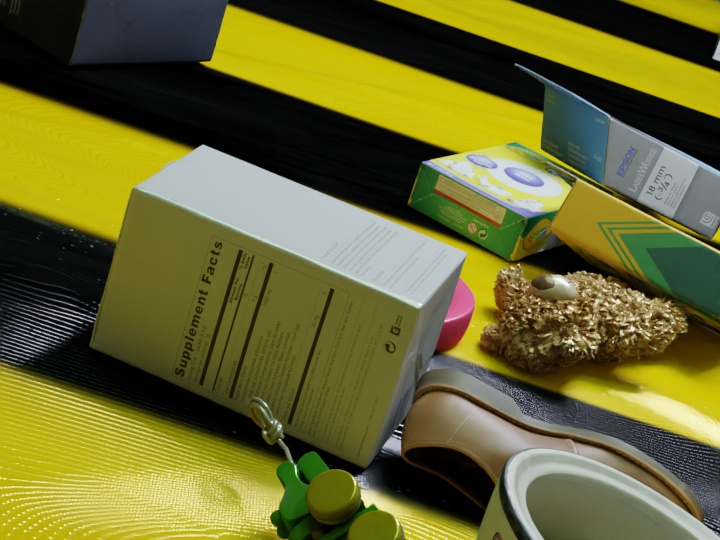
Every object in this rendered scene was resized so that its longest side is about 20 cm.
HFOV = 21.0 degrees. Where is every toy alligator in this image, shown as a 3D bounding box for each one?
[{"bbox_3d":[-0.022,0.142,1.079,0.054,0.059,0.200,-38,48,-15],"label":"toy alligator"}]

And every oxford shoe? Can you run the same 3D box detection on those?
[{"bbox_3d":[0.117,0.136,1.217,0.199,0.072,0.071,21,49,6],"label":"oxford shoe"}]

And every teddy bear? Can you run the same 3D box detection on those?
[{"bbox_3d":[0.175,0.030,1.500,0.199,0.067,0.145,2,24,-39],"label":"teddy bear"}]

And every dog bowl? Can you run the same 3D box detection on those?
[{"bbox_3d":[0.141,0.185,1.030,0.199,0.074,0.200,30,19,-11],"label":"dog bowl"}]

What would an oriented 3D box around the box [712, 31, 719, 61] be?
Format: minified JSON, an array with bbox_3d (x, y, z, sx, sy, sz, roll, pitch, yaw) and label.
[{"bbox_3d":[0.560,-0.323,2.713,0.116,0.060,0.200,21,21,6],"label":"box"}]

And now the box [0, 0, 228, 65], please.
[{"bbox_3d":[-0.258,-0.285,1.842,0.199,0.118,0.196,31,24,31],"label":"box"}]

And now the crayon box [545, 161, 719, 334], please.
[{"bbox_3d":[0.242,-0.011,1.619,0.199,0.052,0.126,31,0,27],"label":"crayon box"}]

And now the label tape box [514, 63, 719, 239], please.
[{"bbox_3d":[0.236,-0.112,1.824,0.199,0.064,0.144,24,8,-24],"label":"label tape box"}]

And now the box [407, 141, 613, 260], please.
[{"bbox_3d":[0.144,-0.066,1.741,0.117,0.049,0.200,29,22,25],"label":"box"}]

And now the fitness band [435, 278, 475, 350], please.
[{"bbox_3d":[0.000,0.000,1.475,0.143,0.038,0.200,4,26,-40],"label":"fitness band"}]

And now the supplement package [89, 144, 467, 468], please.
[{"bbox_3d":[-0.052,0.019,1.257,0.199,0.120,0.121,23,23,11],"label":"supplement package"}]
